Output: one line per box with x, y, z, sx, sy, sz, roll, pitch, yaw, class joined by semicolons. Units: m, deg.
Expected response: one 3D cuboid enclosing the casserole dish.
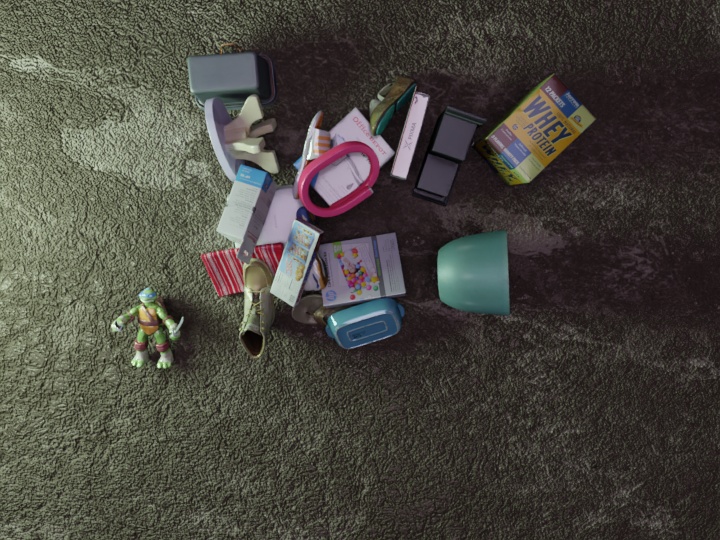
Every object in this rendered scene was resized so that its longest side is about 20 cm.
0.014;0.135;1.492;0.200;0.039;0.121;-17;132;5;casserole dish

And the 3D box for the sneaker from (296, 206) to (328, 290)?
-0.138;-0.047;1.430;0.088;0.075;0.200;-7;99;14;sneaker

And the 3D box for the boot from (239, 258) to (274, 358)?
-0.246;0.088;1.439;0.072;0.155;0.200;-1;121;3;boot

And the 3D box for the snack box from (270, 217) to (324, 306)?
-0.146;-0.017;1.399;0.072;0.024;0.200;31;118;17;snack box

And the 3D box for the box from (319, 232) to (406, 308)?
0.000;0.000;1.490;0.200;0.041;0.156;-9;75;3;box

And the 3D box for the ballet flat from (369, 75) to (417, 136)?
0.060;-0.386;1.426;0.071;0.071;0.200;38;61;-4;ballet flat

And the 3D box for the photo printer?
-0.210;-0.117;1.488;0.200;0.069;0.167;-8;96;1;photo printer

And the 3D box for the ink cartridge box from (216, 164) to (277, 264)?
-0.261;-0.123;1.385;0.067;0.116;0.200;18;83;6;ink cartridge box

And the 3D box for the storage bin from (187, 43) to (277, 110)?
-0.303;-0.456;1.421;0.200;0.134;0.146;-4;96;0;storage bin

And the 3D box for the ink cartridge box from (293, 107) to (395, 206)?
-0.037;-0.265;1.464;0.200;0.086;0.146;-42;94;6;ink cartridge box

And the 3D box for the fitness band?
-0.046;-0.204;1.381;0.200;0.037;0.144;-34;130;-4;fitness band

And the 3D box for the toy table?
-0.268;-0.308;1.422;0.117;0.184;0.200;-9;132;10;toy table

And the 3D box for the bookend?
0.198;-0.255;1.405;0.092;0.200;0.199;18;95;-1;bookend

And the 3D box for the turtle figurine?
-0.513;0.158;1.471;0.144;0.200;0.194;-14;123;-29;turtle figurine

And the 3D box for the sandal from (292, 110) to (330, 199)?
-0.100;-0.255;1.390;0.059;0.079;0.207;17;104;0;sandal

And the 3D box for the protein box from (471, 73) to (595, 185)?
0.385;-0.311;1.397;0.199;0.200;0.135;-44;94;5;protein box

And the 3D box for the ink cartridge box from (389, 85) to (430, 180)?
0.114;-0.310;1.412;0.043;0.174;0.200;16;96;-2;ink cartridge box

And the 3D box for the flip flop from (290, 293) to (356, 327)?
-0.072;0.111;1.517;0.200;0.058;0.081;14;100;-4;flip flop

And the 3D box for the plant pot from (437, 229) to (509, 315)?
0.266;0.007;1.443;0.161;0.201;0.201;-2;96;14;plant pot

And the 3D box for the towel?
-0.269;0.000;1.485;0.200;0.023;0.145;-8;134;2;towel
